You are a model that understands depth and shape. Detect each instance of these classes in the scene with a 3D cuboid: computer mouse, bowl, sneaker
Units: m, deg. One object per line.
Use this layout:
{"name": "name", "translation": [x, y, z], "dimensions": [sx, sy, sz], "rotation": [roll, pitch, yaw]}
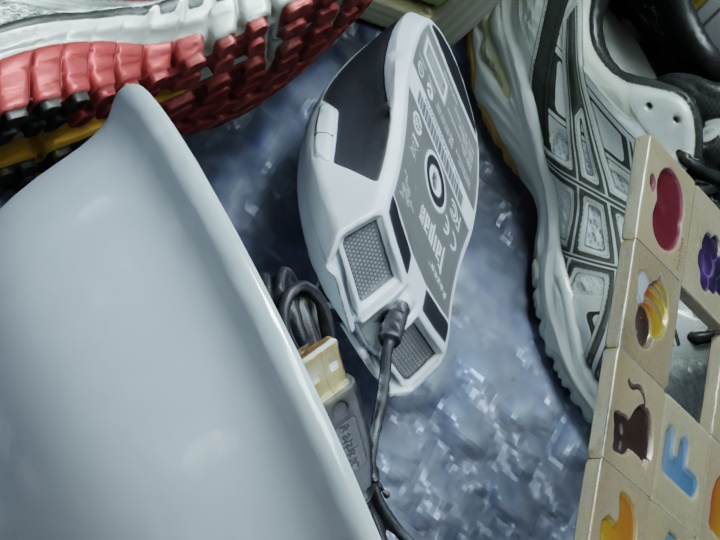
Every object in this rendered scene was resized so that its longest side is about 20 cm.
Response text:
{"name": "computer mouse", "translation": [0.000, 0.000, 0.845], "dimensions": [0.201, 0.044, 0.110], "rotation": [-77, 150, -50]}
{"name": "bowl", "translation": [-0.056, 0.062, 0.711], "dimensions": [0.090, 0.201, 0.202], "rotation": [-24, 78, -9]}
{"name": "sneaker", "translation": [0.099, -0.022, 0.913], "dimensions": [0.075, 0.088, 0.201], "rotation": [-12, 73, -39]}
{"name": "sneaker", "translation": [-0.067, -0.084, 0.799], "dimensions": [0.199, 0.078, 0.083], "rotation": [-19, 75, -40]}

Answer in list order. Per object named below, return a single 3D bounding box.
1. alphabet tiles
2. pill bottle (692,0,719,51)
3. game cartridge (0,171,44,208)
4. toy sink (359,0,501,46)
{"name": "alphabet tiles", "translation": [0.104, 0.086, 0.836], "dimensions": [0.167, 0.008, 0.201], "rotation": [41, 54, -50]}
{"name": "pill bottle", "translation": [0.167, -0.101, 0.985], "dimensions": [0.112, 0.113, 0.201], "rotation": [-23, 78, -40]}
{"name": "game cartridge", "translation": [-0.158, -0.054, 0.795], "dimensions": [0.200, 0.040, 0.133], "rotation": [44, 46, -5]}
{"name": "toy sink", "translation": [-0.022, -0.169, 0.888], "dimensions": [0.199, 0.130, 0.113], "rotation": [20, 56, -25]}
